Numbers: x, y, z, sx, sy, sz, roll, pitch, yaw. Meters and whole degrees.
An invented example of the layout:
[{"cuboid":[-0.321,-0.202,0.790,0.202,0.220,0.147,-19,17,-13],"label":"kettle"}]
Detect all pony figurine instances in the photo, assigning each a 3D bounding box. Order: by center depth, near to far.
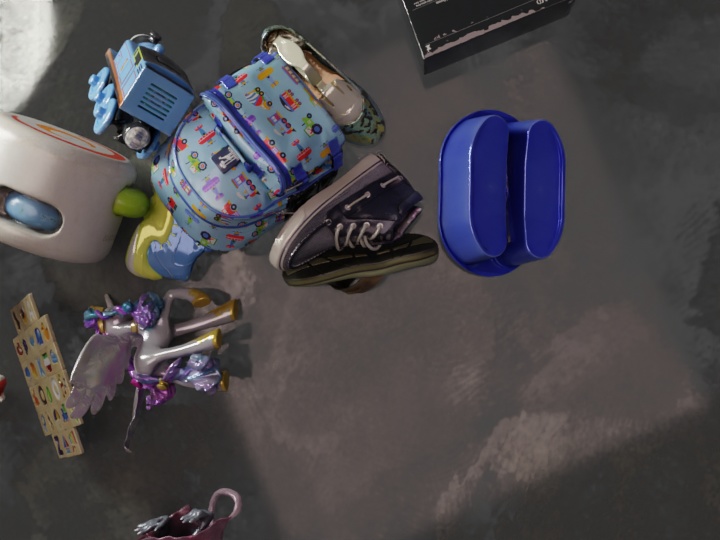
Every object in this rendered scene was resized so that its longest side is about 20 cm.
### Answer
[{"cuboid":[-0.261,0.108,1.002,0.195,0.168,0.196,-4,57,8],"label":"pony figurine"}]

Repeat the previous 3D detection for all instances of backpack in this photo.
[{"cuboid":[-0.141,-0.133,0.957,0.199,0.135,0.184,-35,87,-23],"label":"backpack"}]

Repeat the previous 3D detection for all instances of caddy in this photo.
[{"cuboid":[0.165,-0.095,0.976,0.138,0.105,0.205,2,89,-17],"label":"caddy"}]

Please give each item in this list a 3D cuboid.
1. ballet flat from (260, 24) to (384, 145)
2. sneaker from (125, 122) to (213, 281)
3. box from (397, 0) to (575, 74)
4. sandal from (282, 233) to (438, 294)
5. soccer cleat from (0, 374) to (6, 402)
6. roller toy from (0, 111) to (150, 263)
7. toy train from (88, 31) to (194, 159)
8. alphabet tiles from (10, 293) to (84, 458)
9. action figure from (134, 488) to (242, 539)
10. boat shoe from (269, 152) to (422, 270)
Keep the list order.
[{"cuboid":[-0.052,-0.232,1.014,0.199,0.074,0.075,40,93,4],"label":"ballet flat"},{"cuboid":[-0.222,-0.079,1.034,0.103,0.076,0.204,19,94,-10],"label":"sneaker"},{"cuboid":[0.145,-0.350,0.992,0.197,0.079,0.144,-21,84,4],"label":"box"},{"cuboid":[0.001,0.000,1.005,0.196,0.080,0.058,-6,122,0],"label":"sandal"},{"cuboid":[-0.550,0.185,1.055,0.199,0.069,0.086,-37,90,8],"label":"soccer cleat"},{"cuboid":[-0.370,-0.092,0.958,0.198,0.181,0.142,28,98,35],"label":"roller toy"},{"cuboid":[-0.266,-0.217,0.976,0.086,0.201,0.115,29,108,-34],"label":"toy train"},{"cuboid":[-0.392,0.135,1.010,0.006,0.165,0.204,-18,87,-37],"label":"alphabet tiles"},{"cuboid":[-0.204,0.396,1.021,0.148,0.133,0.204,-28,102,-38],"label":"action figure"},{"cuboid":[-0.011,-0.053,0.970,0.092,0.075,0.200,39,70,21],"label":"boat shoe"}]
